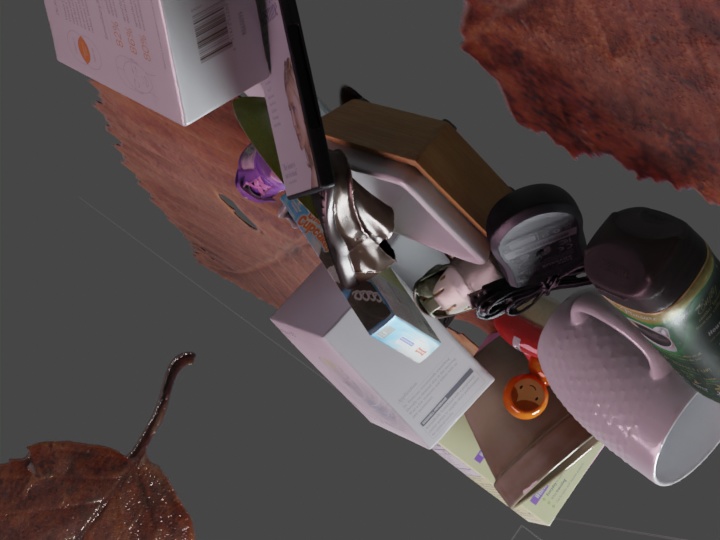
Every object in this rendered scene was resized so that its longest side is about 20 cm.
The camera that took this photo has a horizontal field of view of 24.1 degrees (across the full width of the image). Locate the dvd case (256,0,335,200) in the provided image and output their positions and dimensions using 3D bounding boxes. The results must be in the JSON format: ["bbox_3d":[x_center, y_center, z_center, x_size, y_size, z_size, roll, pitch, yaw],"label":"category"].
[{"bbox_3d":[-0.067,-0.167,1.537,0.143,0.018,0.200,173,84,-76],"label":"dvd case"}]

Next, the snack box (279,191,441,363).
[{"bbox_3d":[0.000,0.000,1.774,0.200,0.037,0.116,56,-168,31],"label":"snack box"}]

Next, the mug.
[{"bbox_3d":[0.258,0.087,1.614,0.175,0.148,0.200,38,167,30],"label":"mug"}]

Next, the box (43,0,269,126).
[{"bbox_3d":[-0.196,-0.248,1.544,0.200,0.106,0.152,30,142,37],"label":"box"}]

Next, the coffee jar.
[{"bbox_3d":[0.279,0.030,1.436,0.200,0.085,0.104,42,171,-35],"label":"coffee jar"}]

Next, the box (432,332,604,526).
[{"bbox_3d":[0.210,0.211,2.255,0.200,0.176,0.097,37,170,-6],"label":"box"}]

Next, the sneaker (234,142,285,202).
[{"bbox_3d":[-0.104,-0.113,1.946,0.080,0.088,0.200,40,-174,-14],"label":"sneaker"}]

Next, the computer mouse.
[{"bbox_3d":[0.157,-0.029,1.563,0.200,0.138,0.053,70,-179,-64],"label":"computer mouse"}]

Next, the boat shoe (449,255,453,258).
[{"bbox_3d":[0.129,-0.019,1.796,0.072,0.060,0.202,39,170,-14],"label":"boat shoe"}]

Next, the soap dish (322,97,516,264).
[{"bbox_3d":[0.054,-0.091,1.653,0.157,0.081,0.200,42,168,-34],"label":"soap dish"}]

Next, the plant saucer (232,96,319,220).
[{"bbox_3d":[-0.055,-0.111,1.754,0.200,0.031,0.200,48,-169,-12],"label":"plant saucer"}]

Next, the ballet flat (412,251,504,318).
[{"bbox_3d":[0.099,0.022,1.731,0.067,0.064,0.200,54,167,-2],"label":"ballet flat"}]

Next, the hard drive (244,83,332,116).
[{"bbox_3d":[-0.087,-0.191,1.831,0.132,0.026,0.200,25,165,50],"label":"hard drive"}]

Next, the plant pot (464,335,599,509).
[{"bbox_3d":[0.212,0.171,2.115,0.174,0.200,0.200,51,174,14],"label":"plant pot"}]

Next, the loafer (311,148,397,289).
[{"bbox_3d":[-0.006,-0.058,1.625,0.200,0.071,0.073,74,176,-61],"label":"loafer"}]

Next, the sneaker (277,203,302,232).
[{"bbox_3d":[-0.023,-0.074,1.947,0.076,0.092,0.200,42,163,-26],"label":"sneaker"}]

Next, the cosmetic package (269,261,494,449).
[{"bbox_3d":[0.022,0.094,2.044,0.200,0.123,0.199,48,168,-17],"label":"cosmetic package"}]

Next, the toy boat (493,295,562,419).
[{"bbox_3d":[0.210,0.111,1.918,0.130,0.131,0.200,29,168,33],"label":"toy boat"}]

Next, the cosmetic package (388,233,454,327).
[{"bbox_3d":[0.049,-0.013,2.066,0.101,0.071,0.200,31,169,36],"label":"cosmetic package"}]
